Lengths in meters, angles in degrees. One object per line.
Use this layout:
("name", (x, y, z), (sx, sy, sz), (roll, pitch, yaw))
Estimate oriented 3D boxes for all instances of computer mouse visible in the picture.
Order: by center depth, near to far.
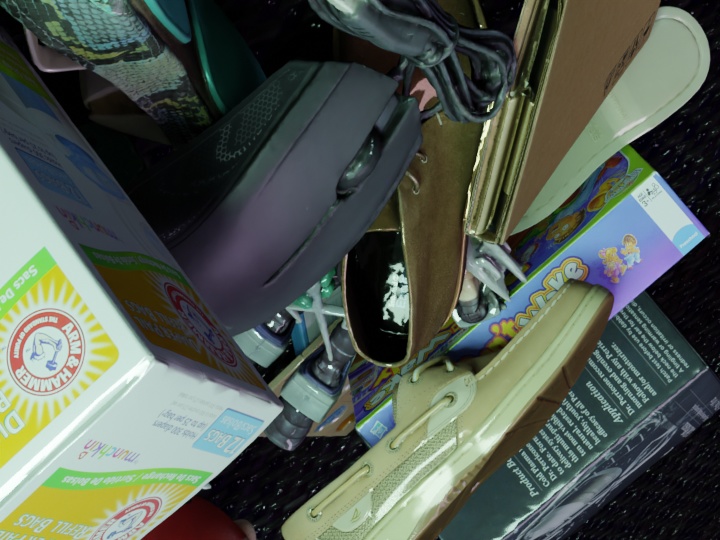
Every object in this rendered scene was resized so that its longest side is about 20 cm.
("computer mouse", (-0.029, -0.033, 0.799), (0.200, 0.053, 0.138), (-41, 146, 13))

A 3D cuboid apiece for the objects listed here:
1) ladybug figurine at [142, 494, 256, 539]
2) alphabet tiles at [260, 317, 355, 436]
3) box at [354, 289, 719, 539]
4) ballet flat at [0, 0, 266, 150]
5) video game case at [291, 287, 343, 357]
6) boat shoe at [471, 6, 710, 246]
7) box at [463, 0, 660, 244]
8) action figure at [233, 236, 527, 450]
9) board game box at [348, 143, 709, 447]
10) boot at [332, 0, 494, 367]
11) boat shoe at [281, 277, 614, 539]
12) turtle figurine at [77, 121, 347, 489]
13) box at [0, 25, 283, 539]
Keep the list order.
("ladybug figurine", (-0.152, 0.174, 1.126), (0.199, 0.072, 0.136), (-21, 178, -25))
("alphabet tiles", (0.020, 0.043, 1.211), (0.166, 0.006, 0.200), (-44, 160, 15))
("box", (0.125, 0.091, 1.325), (0.196, 0.124, 0.200), (-40, 164, 6))
("ballet flat", (-0.090, -0.089, 0.797), (0.074, 0.074, 0.200), (-39, 155, 0))
("video game case", (0.044, -0.021, 1.158), (0.200, 0.018, 0.143), (-33, 156, -13))
("boat shoe", (0.090, -0.074, 1.067), (0.200, 0.072, 0.059), (-34, -165, -13))
("box", (0.109, -0.127, 0.922), (0.200, 0.021, 0.164), (-51, 160, -45))
("action figure", (0.000, 0.000, 1.005), (0.200, 0.130, 0.069), (-45, -177, 39))
("board game box", (0.082, 0.015, 1.083), (0.200, 0.045, 0.135), (-41, -167, 6))
("boot", (0.019, -0.053, 0.891), (0.075, 0.073, 0.201), (-59, 150, -67))
("boat shoe", (0.042, 0.073, 0.988), (0.200, 0.064, 0.071), (-48, 164, 1))
("turtle figurine", (-0.098, 0.017, 0.917), (0.150, 0.101, 0.200), (-47, 144, -4))
("box", (-0.135, 0.000, 0.699), (0.101, 0.200, 0.112), (-42, 157, 7))
